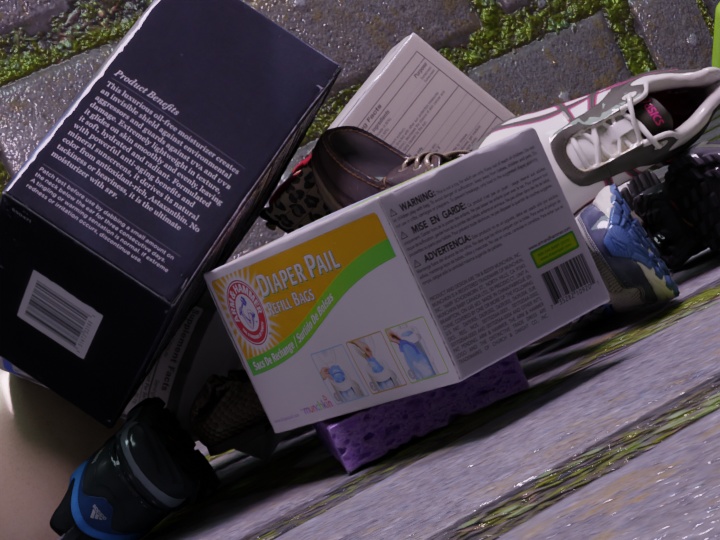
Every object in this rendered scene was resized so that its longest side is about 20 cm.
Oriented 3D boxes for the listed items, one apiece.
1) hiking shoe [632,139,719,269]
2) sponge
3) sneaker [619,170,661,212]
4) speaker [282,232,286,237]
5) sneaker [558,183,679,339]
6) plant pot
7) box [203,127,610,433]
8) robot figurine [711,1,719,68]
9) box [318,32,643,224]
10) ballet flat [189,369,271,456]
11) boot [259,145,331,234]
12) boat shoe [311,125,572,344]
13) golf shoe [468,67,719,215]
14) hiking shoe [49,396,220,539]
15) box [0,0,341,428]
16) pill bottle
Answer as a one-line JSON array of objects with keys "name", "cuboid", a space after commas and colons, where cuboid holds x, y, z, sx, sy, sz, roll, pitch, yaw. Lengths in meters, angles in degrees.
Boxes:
[{"name": "hiking shoe", "cuboid": [0.248, -0.058, 1.425, 0.101, 0.076, 0.200, -29, 2, -15]}, {"name": "sponge", "cuboid": [0.028, 0.074, 1.292, 0.112, 0.030, 0.200, -26, 2, -4]}, {"name": "sneaker", "cuboid": [0.158, -0.016, 1.610, 0.090, 0.078, 0.200, -29, -9, 32]}, {"name": "speaker", "cuboid": [-0.031, 0.008, 1.628, 0.200, 0.081, 0.081, -61, -10, 17]}, {"name": "sneaker", "cuboid": [0.134, 0.007, 1.333, 0.085, 0.077, 0.200, -31, -7, -3]}, {"name": "plant pot", "cuboid": [-0.233, 0.129, 1.573, 0.200, 0.135, 0.200, -24, 1, 1]}, {"name": "box", "cuboid": [0.019, 0.009, 1.194, 0.112, 0.101, 0.200, -26, 2, -32]}, {"name": "robot figurine", "cuboid": [0.321, -0.128, 1.511, 0.175, 0.116, 0.200, 11, -1, 23]}, {"name": "box", "cuboid": [0.077, -0.058, 1.472, 0.095, 0.200, 0.078, -51, 5, -7]}, {"name": "ballet flat", "cuboid": [-0.019, 0.052, 1.352, 0.200, 0.046, 0.067, -27, 2, 15]}, {"name": "boot", "cuboid": [0.001, -0.001, 1.448, 0.073, 0.154, 0.204, -58, 7, -32]}, {"name": "boat shoe", "cuboid": [0.054, -0.037, 1.296, 0.074, 0.200, 0.073, -21, -42, -46]}, {"name": "golf shoe", "cuboid": [0.144, -0.082, 1.379, 0.200, 0.077, 0.088, -30, -2, -33]}, {"name": "hiking shoe", "cuboid": [-0.144, 0.129, 1.362, 0.087, 0.074, 0.200, -36, -6, 1]}, {"name": "box", "cuboid": [-0.131, -0.043, 1.345, 0.198, 0.123, 0.200, -56, 0, -30]}, {"name": "pill bottle", "cuboid": [-0.137, 0.048, 1.487, 0.114, 0.200, 0.114, 21, -90, -83]}]
